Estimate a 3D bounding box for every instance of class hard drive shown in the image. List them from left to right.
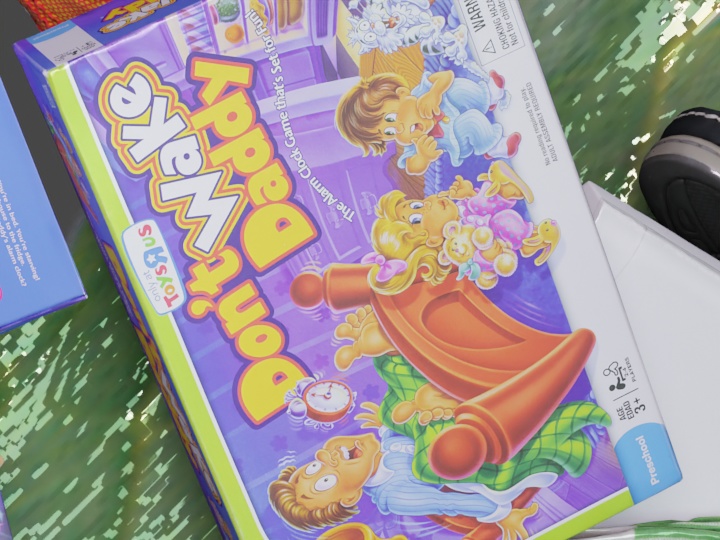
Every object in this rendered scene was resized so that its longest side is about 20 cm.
[{"bbox_3d":[0.115,0.070,0.891,0.199,0.026,0.132,30,107,-25],"label":"hard drive"}]

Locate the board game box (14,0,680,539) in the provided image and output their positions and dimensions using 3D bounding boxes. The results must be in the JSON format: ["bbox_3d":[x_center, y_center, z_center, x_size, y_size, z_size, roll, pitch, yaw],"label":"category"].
[{"bbox_3d":[0.000,0.000,0.773,0.134,0.045,0.201,-26,111,-11],"label":"board game box"}]

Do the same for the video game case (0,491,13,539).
[{"bbox_3d":[-0.172,0.003,0.723,0.143,0.018,0.201,-6,79,-52],"label":"video game case"}]

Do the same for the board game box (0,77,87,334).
[{"bbox_3d":[-0.167,-0.063,0.708,0.134,0.045,0.201,-22,91,-52],"label":"board game box"}]

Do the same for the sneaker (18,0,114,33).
[{"bbox_3d":[-0.068,-0.085,0.796,0.200,0.077,0.073,40,85,-26],"label":"sneaker"}]

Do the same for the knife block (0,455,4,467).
[{"bbox_3d":[-0.202,0.087,0.777,0.176,0.064,0.200,-50,116,-16],"label":"knife block"}]

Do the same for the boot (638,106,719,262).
[{"bbox_3d":[0.200,-0.045,0.907,0.203,0.073,0.155,30,75,-22],"label":"boot"}]

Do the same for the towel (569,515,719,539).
[{"bbox_3d":[0.055,0.151,0.887,0.198,0.023,0.154,-1,119,-15],"label":"towel"}]
